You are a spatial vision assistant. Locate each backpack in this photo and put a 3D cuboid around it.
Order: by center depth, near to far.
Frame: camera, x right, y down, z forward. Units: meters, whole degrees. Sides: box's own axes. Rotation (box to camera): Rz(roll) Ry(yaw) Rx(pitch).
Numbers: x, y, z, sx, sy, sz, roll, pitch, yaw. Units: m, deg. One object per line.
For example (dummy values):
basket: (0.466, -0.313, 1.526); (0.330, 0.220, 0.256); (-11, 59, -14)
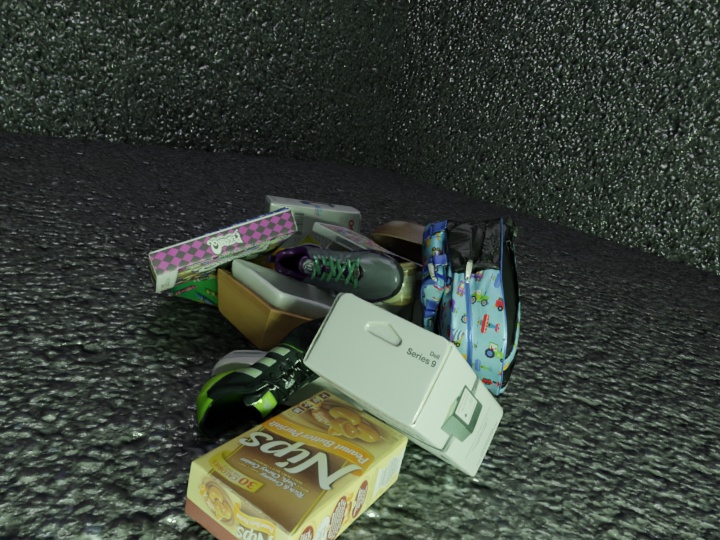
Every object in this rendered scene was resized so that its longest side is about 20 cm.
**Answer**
backpack: (0.145, 0.056, 0.789); (0.129, 0.185, 0.205); (0, 55, 7)

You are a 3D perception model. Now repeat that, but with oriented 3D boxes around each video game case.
video game case: (-0.201, -0.025, 0.837); (0.195, 0.037, 0.181); (-20, -1, -23)
video game case: (0.025, -0.033, 1.040); (0.196, 0.018, 0.142); (28, 10, 23)

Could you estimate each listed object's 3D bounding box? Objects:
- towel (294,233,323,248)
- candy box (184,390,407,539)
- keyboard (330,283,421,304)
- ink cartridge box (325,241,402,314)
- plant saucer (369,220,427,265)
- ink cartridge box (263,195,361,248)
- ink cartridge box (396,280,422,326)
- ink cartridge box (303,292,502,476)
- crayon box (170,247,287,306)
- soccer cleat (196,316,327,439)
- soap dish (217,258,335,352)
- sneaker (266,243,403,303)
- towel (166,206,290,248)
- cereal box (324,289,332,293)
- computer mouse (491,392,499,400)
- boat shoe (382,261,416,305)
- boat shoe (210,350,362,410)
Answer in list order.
towel: (-0.096, -0.013, 1.055); (0.085, 0.018, 0.200); (-33, 27, -7)
candy box: (-0.051, 0.188, 0.550); (0.113, 0.057, 0.198); (22, 18, 27)
keyboard: (0.045, 0.038, 0.929); (0.195, 0.011, 0.056); (-4, 16, -39)
ink cartridge box: (-0.012, 0.013, 1.071); (0.117, 0.067, 0.200); (46, -3, -30)
plant saucer: (0.110, -0.038, 0.958); (0.194, 0.038, 0.200); (21, -4, 2)
ink cartridge box: (-0.106, -0.065, 1.222); (0.193, 0.151, 0.087); (4, 14, -18)
ink cartridge box: (0.153, 0.083, 1.008); (0.141, 0.088, 0.200); (5, 15, -21)
ink cartridge box: (0.050, 0.122, 0.614); (0.143, 0.086, 0.200); (21, -17, 37)
crayon box: (-0.207, 0.004, 0.974); (0.194, 0.060, 0.119); (10, 33, 25)
soccer cleat: (-0.087, 0.118, 0.633); (0.196, 0.069, 0.081); (-28, 25, 2)
soap dish: (-0.094, 0.064, 0.824); (0.197, 0.083, 0.156); (21, 5, -44)
sneaker: (-0.038, 0.005, 0.828); (0.194, 0.077, 0.087); (8, 5, 30)
towel: (-0.208, -0.047, 0.911); (0.195, 0.025, 0.144); (-22, 0, -22)
cereal box: (-0.119, 0.034, 1.069); (0.139, 0.041, 0.199); (2, 19, -27)
computer mouse: (0.106, 0.157, 0.787); (0.137, 0.048, 0.199); (20, 18, 23)
boat shoe: (-0.001, 0.000, 0.897); (0.196, 0.066, 0.072); (16, 15, 37)
boat shoe: (-0.081, 0.132, 0.720); (0.192, 0.075, 0.069); (0, 16, -4)
